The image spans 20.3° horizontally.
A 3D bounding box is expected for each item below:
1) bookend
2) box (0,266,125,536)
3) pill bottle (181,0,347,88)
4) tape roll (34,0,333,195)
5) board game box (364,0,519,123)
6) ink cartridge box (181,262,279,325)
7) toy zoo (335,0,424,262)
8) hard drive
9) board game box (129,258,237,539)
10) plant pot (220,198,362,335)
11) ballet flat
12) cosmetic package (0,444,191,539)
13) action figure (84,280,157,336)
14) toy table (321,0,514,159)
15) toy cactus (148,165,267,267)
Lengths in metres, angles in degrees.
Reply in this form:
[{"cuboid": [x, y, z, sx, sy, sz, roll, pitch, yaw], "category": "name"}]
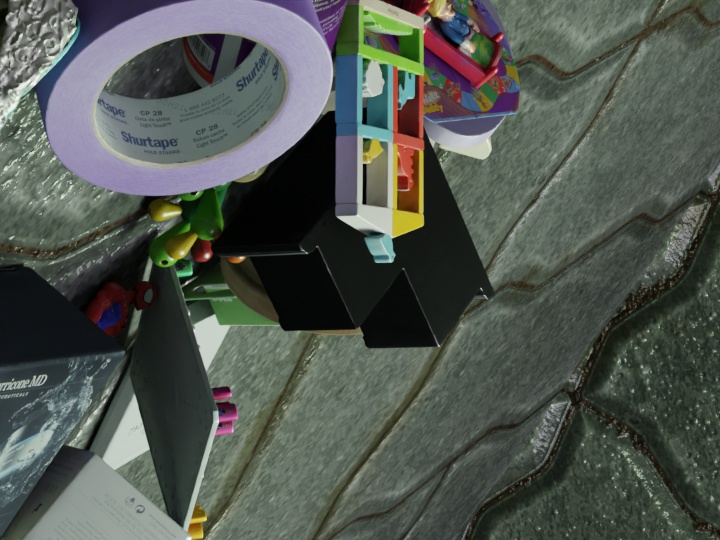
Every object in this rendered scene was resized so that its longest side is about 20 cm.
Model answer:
[{"cuboid": [0.000, 0.000, 1.651, 0.199, 0.092, 0.200, -53, 129, -41], "category": "bookend"}, {"cuboid": [-0.312, 0.108, 1.508, 0.200, 0.117, 0.197, -55, 163, 14], "category": "box"}, {"cuboid": [-0.061, -0.216, 1.453, 0.112, 0.112, 0.200, -38, 161, -36], "category": "pill bottle"}, {"cuboid": [-0.123, -0.138, 1.374, 0.200, 0.066, 0.200, -13, 147, -9], "category": "tape roll"}, {"cuboid": [0.075, -0.206, 1.713, 0.200, 0.158, 0.039, -11, 159, -49], "category": "board game box"}, {"cuboid": [-0.079, 0.008, 1.913, 0.200, 0.104, 0.059, -35, 114, -42], "category": "ink cartridge box"}, {"cuboid": [0.016, -0.106, 1.559, 0.131, 0.020, 0.200, 4, 86, -66], "category": "toy zoo"}, {"cuboid": [-0.196, 0.110, 1.985, 0.132, 0.027, 0.200, -29, 154, -51], "category": "hard drive"}, {"cuboid": [-0.158, 0.107, 1.771, 0.026, 0.200, 0.200, -5, 142, -20], "category": "board game box"}, {"cuboid": [-0.026, -0.038, 1.824, 0.201, 0.201, 0.093, -35, 143, -42], "category": "plant pot"}, {"cuboid": [-0.259, -0.107, 1.282, 0.200, 0.072, 0.072, -54, 164, 5], "category": "ballet flat"}, {"cuboid": [-0.280, 0.266, 1.778, 0.200, 0.123, 0.199, -51, -165, -15], "category": "cosmetic package"}, {"cuboid": [-0.248, 0.068, 1.718, 0.200, 0.052, 0.065, -42, 160, -33], "category": "action figure"}, {"cuboid": [0.058, -0.165, 1.810, 0.117, 0.184, 0.200, -52, -160, 45], "category": "toy table"}, {"cuboid": [-0.105, -0.088, 1.693, 0.200, 0.102, 0.165, -68, 169, 22], "category": "toy cactus"}]
